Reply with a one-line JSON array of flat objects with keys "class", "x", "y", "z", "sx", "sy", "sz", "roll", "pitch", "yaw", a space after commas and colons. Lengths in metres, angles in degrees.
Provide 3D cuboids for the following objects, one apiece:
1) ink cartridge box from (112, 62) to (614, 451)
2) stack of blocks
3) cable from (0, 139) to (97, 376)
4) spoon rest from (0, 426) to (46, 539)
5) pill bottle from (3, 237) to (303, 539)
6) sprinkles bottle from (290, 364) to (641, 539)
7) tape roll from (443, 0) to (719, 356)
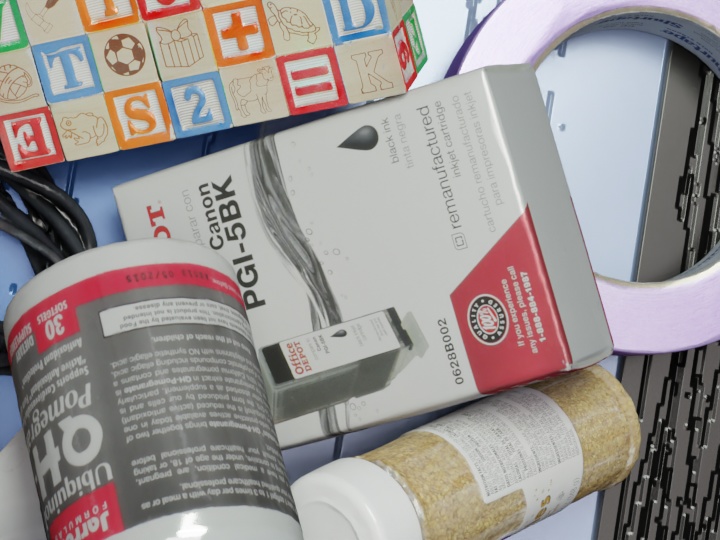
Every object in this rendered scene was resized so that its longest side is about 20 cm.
[{"class": "ink cartridge box", "x": 0.000, "y": 0.000, "z": 1.285, "sx": 0.199, "sy": 0.083, "sz": 0.148, "roll": -17, "pitch": 89, "yaw": 21}, {"class": "stack of blocks", "x": -0.080, "y": -0.125, "z": 1.259, "sx": 0.199, "sy": 0.059, "sz": 0.116, "roll": -11, "pitch": 107, "yaw": 16}, {"class": "cable", "x": -0.199, "y": -0.027, "z": 1.273, "sx": 0.051, "sy": 0.163, "sz": 0.200, "roll": -42, "pitch": 93, "yaw": 22}, {"class": "spoon rest", "x": -0.164, "y": 0.121, "z": 1.250, "sx": 0.060, "sy": 0.200, "sz": 0.100, "roll": 18, "pitch": 113, "yaw": 1}, {"class": "pill bottle", "x": -0.086, "y": 0.097, "z": 1.188, "sx": 0.110, "sy": 0.111, "sz": 0.201, "roll": -13, "pitch": 64, "yaw": -6}, {"class": "sprinkles bottle", "x": 0.050, "y": 0.099, "z": 1.280, "sx": 0.199, "sy": 0.068, "sz": 0.069, "roll": -21, "pitch": 89, "yaw": -46}, {"class": "tape roll", "x": 0.136, "y": -0.059, "z": 1.352, "sx": 0.199, "sy": 0.066, "sz": 0.202, "roll": 0, "pitch": 87, "yaw": -7}]
